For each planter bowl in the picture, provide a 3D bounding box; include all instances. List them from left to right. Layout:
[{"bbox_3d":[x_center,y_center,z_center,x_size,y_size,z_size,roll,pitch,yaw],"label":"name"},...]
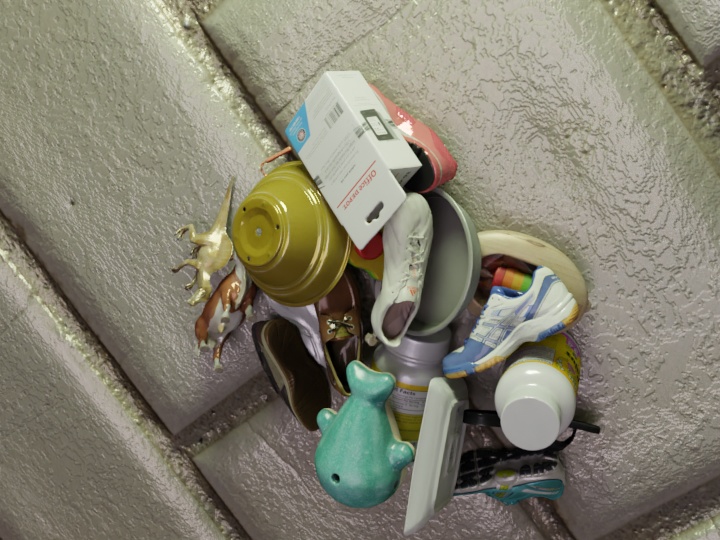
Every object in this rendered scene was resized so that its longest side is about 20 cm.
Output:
[{"bbox_3d":[-0.114,-0.051,1.159,0.198,0.083,0.204,-1,89,36],"label":"planter bowl"}]

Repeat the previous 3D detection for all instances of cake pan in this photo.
[{"bbox_3d":[0.088,-0.014,1.156,0.199,0.036,0.204,0,90,49],"label":"cake pan"}]

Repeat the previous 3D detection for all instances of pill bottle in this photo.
[{"bbox_3d":[0.065,0.170,1.237,0.113,0.114,0.203,17,112,12],"label":"pill bottle"},{"bbox_3d":[0.234,0.154,1.127,0.103,0.200,0.106,6,111,16],"label":"pill bottle"}]

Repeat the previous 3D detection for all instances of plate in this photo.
[{"bbox_3d":[0.112,0.246,1.170,0.032,0.199,0.203,9,88,18],"label":"plate"}]

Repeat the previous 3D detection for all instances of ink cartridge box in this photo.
[{"bbox_3d":[-0.002,-0.141,1.101,0.116,0.066,0.201,-46,68,40],"label":"ink cartridge box"}]

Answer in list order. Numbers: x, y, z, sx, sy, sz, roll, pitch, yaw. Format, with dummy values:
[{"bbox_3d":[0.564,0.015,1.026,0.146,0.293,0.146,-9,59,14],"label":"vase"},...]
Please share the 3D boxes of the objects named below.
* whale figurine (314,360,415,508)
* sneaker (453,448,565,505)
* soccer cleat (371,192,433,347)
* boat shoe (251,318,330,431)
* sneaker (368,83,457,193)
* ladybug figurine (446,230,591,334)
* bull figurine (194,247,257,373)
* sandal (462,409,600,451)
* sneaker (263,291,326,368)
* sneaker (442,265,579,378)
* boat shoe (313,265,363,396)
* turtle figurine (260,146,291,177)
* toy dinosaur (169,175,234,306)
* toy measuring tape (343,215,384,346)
[{"bbox_3d":[-0.003,0.229,1.163,0.158,0.103,0.203,19,115,29],"label":"whale figurine"},{"bbox_3d":[0.204,0.317,1.268,0.197,0.078,0.080,-9,118,23],"label":"sneaker"},{"bbox_3d":[0.058,0.002,1.104,0.068,0.078,0.203,5,111,-15],"label":"soccer cleat"},{"bbox_3d":[-0.107,0.157,1.320,0.064,0.073,0.202,9,127,49],"label":"boat shoe"},{"bbox_3d":[0.052,-0.178,1.148,0.201,0.086,0.074,50,128,23],"label":"sneaker"},{"bbox_3d":[0.214,0.013,1.155,0.198,0.072,0.137,23,115,10],"label":"ladybug figurine"},{"bbox_3d":[-0.198,0.055,1.293,0.064,0.122,0.201,18,124,-19],"label":"bull figurine"},{"bbox_3d":[0.236,0.224,1.195,0.197,0.075,0.049,6,85,-10],"label":"sandal"},{"bbox_3d":[-0.069,0.042,1.267,0.099,0.078,0.201,-37,102,17],"label":"sneaker"},{"bbox_3d":[0.182,0.067,1.115,0.199,0.075,0.089,-33,86,20],"label":"sneaker"},{"bbox_3d":[-0.025,0.078,1.203,0.071,0.068,0.203,-12,108,-3],"label":"boat shoe"},{"bbox_3d":[-0.051,-0.089,1.212,0.197,0.064,0.164,1,109,18],"label":"turtle figurine"},{"bbox_3d":[-0.227,-0.038,1.286,0.100,0.058,0.203,4,73,35],"label":"toy dinosaur"},{"bbox_3d":[0.000,0.000,1.171,0.072,0.073,0.203,8,96,15],"label":"toy measuring tape"}]
